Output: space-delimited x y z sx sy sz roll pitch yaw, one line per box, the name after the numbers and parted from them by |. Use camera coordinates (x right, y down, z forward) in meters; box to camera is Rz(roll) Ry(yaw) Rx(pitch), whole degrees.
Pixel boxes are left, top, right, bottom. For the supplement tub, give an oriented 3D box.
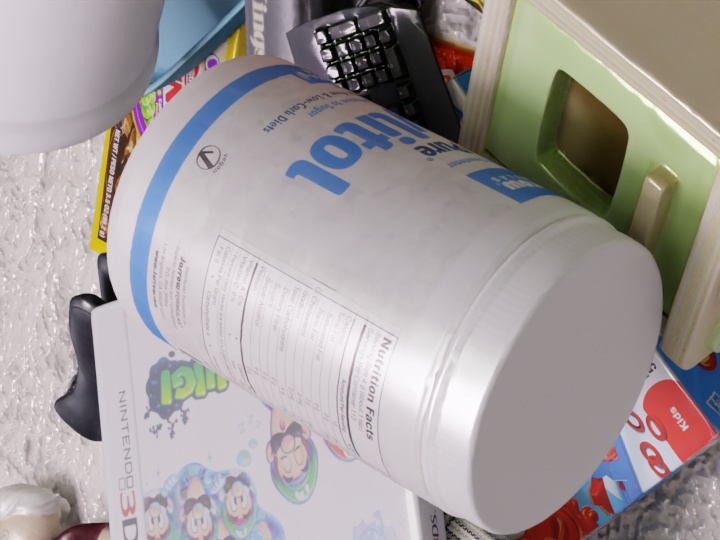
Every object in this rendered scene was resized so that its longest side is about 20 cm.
0.007 0.006 0.966 0.199 0.132 0.133 28 114 31 | supplement tub

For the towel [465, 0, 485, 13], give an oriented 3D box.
0.002 -0.156 1.062 0.200 0.086 0.018 38 92 15 | towel

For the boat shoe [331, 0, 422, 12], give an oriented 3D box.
-0.004 -0.114 1.207 0.200 0.070 0.066 -44 70 41 | boat shoe

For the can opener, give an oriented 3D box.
-0.134 0.043 1.316 0.078 0.064 0.200 18 152 8 | can opener

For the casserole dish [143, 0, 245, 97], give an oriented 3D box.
-0.093 -0.174 1.280 0.200 0.039 0.122 -37 68 39 | casserole dish

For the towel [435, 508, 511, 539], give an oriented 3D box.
0.019 0.153 1.138 0.192 0.034 0.201 37 151 41 | towel

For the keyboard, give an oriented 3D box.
0.007 -0.018 1.087 0.127 0.021 0.201 -13 98 42 | keyboard

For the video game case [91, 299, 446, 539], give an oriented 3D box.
-0.046 0.085 1.097 0.199 0.024 0.183 -17 73 40 | video game case

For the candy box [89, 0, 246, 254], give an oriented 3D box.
-0.102 -0.092 1.343 0.102 0.026 0.201 24 111 40 | candy box

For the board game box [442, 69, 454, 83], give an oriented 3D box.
0.000 0.000 1.234 0.200 0.034 0.127 -37 68 42 | board game box

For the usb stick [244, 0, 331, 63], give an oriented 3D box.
-0.036 -0.119 1.169 0.055 0.033 0.201 19 118 45 | usb stick

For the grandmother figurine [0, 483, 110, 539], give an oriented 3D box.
-0.163 0.200 1.416 0.200 0.060 0.122 47 117 30 | grandmother figurine

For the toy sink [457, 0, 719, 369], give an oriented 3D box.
0.146 -0.050 0.962 0.200 0.112 0.131 43 150 22 | toy sink

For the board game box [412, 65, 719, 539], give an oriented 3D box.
0.062 0.035 1.115 0.200 0.056 0.196 53 132 9 | board game box

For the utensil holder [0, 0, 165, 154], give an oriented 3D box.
-0.167 -0.187 1.170 0.170 0.169 0.200 55 146 29 | utensil holder
